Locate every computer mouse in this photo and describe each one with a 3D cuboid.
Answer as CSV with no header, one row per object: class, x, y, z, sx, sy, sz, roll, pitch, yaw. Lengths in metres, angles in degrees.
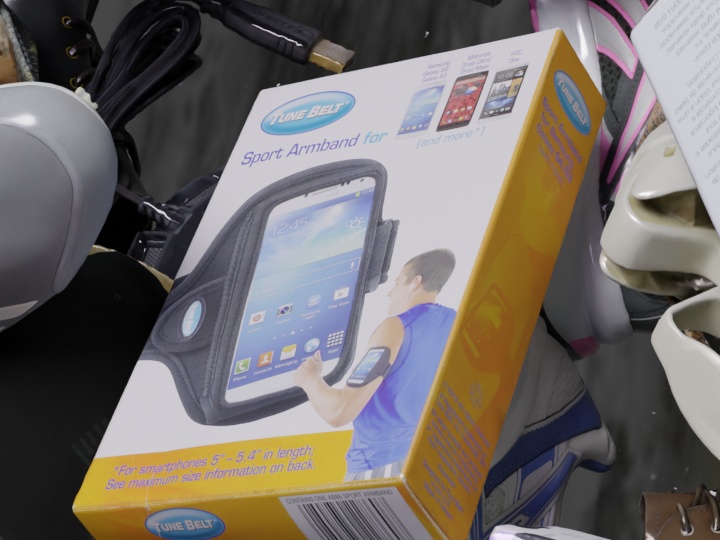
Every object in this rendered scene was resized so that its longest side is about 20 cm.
computer mouse,-0.026,-0.017,0.857,0.199,0.046,0.141,25,67,17

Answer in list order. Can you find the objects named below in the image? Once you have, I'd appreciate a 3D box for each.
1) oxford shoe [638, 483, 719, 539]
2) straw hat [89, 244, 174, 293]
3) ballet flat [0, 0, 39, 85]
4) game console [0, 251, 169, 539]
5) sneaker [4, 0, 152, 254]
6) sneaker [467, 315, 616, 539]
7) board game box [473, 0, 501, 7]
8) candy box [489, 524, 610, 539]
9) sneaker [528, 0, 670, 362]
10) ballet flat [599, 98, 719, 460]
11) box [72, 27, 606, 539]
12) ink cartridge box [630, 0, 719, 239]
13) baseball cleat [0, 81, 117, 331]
oxford shoe,0.123,0.089,0.702,0.199,0.073,0.085,-35,86,4
straw hat,-0.115,0.082,0.829,0.199,0.085,0.203,0,90,1
ballet flat,-0.142,-0.076,0.824,0.072,0.072,0.201,-36,36,6
game console,-0.089,0.129,0.777,0.200,0.116,0.176,49,61,0
sneaker,-0.111,-0.070,0.933,0.105,0.075,0.201,17,73,20
sneaker,0.019,0.099,0.723,0.075,0.088,0.201,-7,43,53
board game box,-0.016,-0.213,0.895,0.199,0.097,0.160,20,73,13
candy box,0.116,0.171,0.628,0.198,0.071,0.169,12,87,18
sneaker,0.104,-0.066,0.819,0.086,0.080,0.202,-4,71,12
ballet flat,0.108,0.004,0.687,0.067,0.068,0.201,0,44,-23
box,0.000,0.000,0.734,0.118,0.042,0.201,-9,45,33
ink cartridge box,0.187,0.011,0.657,0.043,0.195,0.201,-51,44,37
baseball cleat,-0.153,0.022,0.711,0.199,0.070,0.107,-35,18,30
